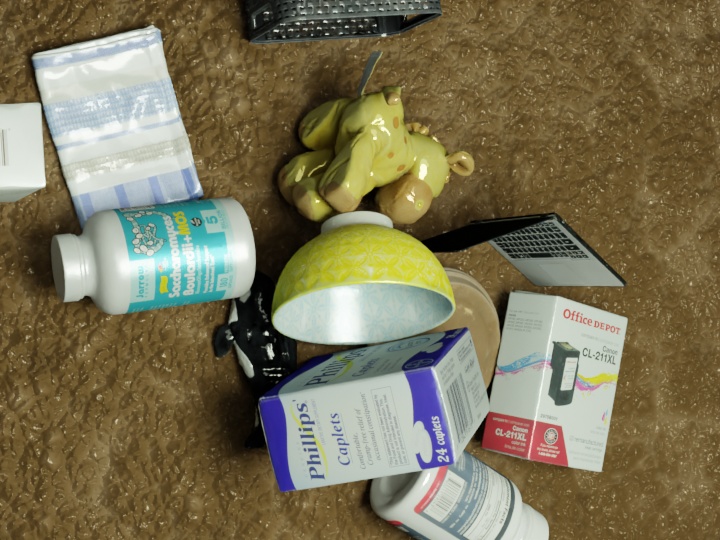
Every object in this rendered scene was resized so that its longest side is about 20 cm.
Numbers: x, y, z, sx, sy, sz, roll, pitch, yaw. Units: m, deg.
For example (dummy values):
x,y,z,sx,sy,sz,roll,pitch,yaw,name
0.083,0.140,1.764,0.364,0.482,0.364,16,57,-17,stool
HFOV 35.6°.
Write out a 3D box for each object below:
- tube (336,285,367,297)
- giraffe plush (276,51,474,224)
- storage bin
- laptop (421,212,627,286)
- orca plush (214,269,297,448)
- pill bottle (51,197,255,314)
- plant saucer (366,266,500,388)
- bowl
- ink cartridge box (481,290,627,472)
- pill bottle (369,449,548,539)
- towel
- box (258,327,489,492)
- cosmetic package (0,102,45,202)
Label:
x,y,z,sx,sy,sz,roll,pitch,yaw,name
0.024,0.031,1.335,0.200,0.050,0.078,34,87,-25,tube
0.028,-0.122,1.281,0.162,0.173,0.200,31,94,-33,giraffe plush
-0.023,-0.318,1.264,0.199,0.135,0.094,-10,93,-24,storage bin
0.167,-0.003,1.320,0.200,0.187,0.116,41,74,-19,laptop
-0.108,0.100,1.256,0.105,0.071,0.201,10,85,-24,orca plush
-0.220,-0.014,1.185,0.199,0.111,0.111,-9,93,-24,pill bottle
0.096,0.096,1.352,0.200,0.029,0.201,-7,102,-33,plant saucer
0.000,0.000,1.215,0.200,0.200,0.108,6,67,-24,bowl
0.243,0.137,1.393,0.145,0.083,0.201,16,83,-38,ink cartridge box
0.121,0.283,1.333,0.200,0.120,0.120,36,76,-20,pill bottle
-0.261,-0.155,1.216,0.147,0.024,0.201,-17,97,-23,towel
0.019,0.146,1.208,0.199,0.184,0.105,-13,95,19,box
-0.372,-0.107,1.069,0.113,0.200,0.081,-4,92,-27,cosmetic package
